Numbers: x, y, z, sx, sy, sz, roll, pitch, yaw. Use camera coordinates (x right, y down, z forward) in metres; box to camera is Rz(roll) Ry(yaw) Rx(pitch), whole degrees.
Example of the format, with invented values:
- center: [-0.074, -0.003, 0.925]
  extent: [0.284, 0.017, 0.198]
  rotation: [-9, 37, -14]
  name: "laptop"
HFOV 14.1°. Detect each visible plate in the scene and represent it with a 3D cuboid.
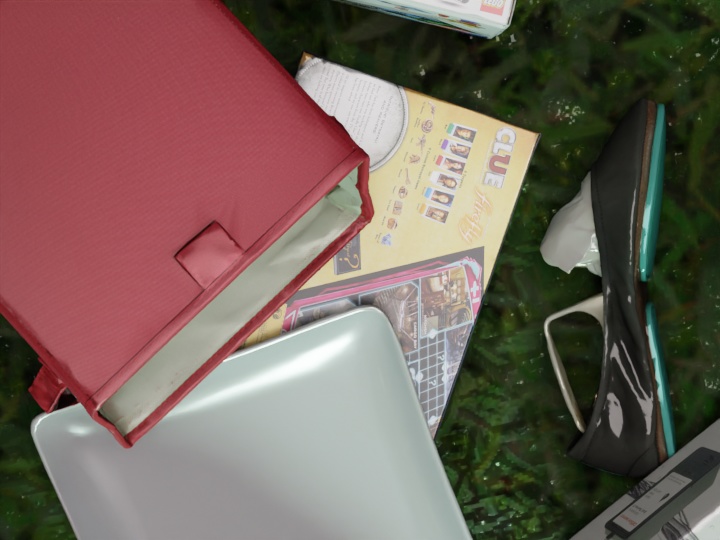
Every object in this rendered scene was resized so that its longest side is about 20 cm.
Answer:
- center: [-0.046, 0.132, 1.520]
  extent: [0.200, 0.032, 0.200]
  rotation: [-19, 104, 10]
  name: "plate"

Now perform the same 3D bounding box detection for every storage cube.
- center: [-0.118, -0.043, 1.407]
  extent: [0.200, 0.171, 0.180]
  rotation: [-42, 82, -5]
  name: "storage cube"

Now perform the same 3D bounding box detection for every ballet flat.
- center: [0.129, 0.010, 1.526]
  extent: [0.068, 0.068, 0.201]
  rotation: [-2, 91, 8]
  name: "ballet flat"

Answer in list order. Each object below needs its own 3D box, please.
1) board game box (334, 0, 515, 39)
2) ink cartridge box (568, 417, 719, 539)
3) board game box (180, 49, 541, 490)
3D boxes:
- center: [-0.020, -0.160, 1.488]
  extent: [0.199, 0.126, 0.035]
  rotation: [14, 92, -1]
  name: "board game box"
- center: [0.204, 0.165, 1.504]
  extent: [0.200, 0.084, 0.146]
  rotation: [-39, 109, 0]
  name: "ink cartridge box"
- center: [0.000, 0.000, 1.538]
  extent: [0.135, 0.035, 0.200]
  rotation: [20, 91, -1]
  name: "board game box"
